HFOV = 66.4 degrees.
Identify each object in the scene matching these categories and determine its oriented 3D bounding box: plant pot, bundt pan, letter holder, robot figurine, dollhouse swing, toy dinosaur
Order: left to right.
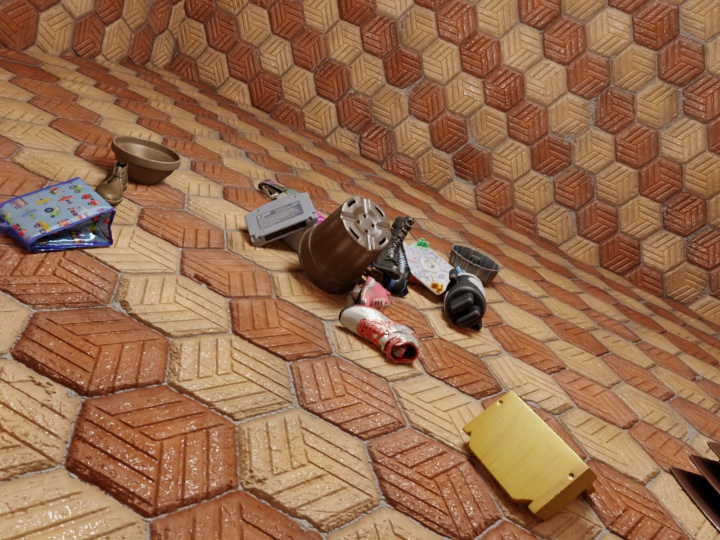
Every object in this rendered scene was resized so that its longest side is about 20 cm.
[{"bbox_3d":[-0.638,-0.317,1.628,0.196,0.095,0.202,19,21,-8],"label":"plant pot"},{"bbox_3d":[-0.033,-0.073,1.404,0.196,0.198,0.205,17,56,-26],"label":"plant pot"},{"bbox_3d":[0.000,0.000,1.573,0.106,0.061,0.199,38,2,43],"label":"toy dinosaur"},{"bbox_3d":[0.304,0.083,1.593,0.121,0.155,0.200,11,19,7],"label":"robot figurine"},{"bbox_3d":[0.410,-0.016,2.025,0.197,0.077,0.203,21,21,-8],"label":"bundt pan"},{"bbox_3d":[0.322,0.369,1.042,0.179,0.178,0.200,-31,42,-13],"label":"dollhouse swing"},{"bbox_3d":[0.794,0.474,1.192,0.138,0.103,0.201,16,21,-11],"label":"letter holder"}]

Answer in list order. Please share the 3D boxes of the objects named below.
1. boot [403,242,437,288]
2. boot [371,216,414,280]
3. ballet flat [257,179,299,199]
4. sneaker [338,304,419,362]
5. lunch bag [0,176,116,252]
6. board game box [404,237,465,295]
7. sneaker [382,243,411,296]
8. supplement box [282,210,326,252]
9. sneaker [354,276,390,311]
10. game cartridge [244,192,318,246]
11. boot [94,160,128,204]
[{"bbox_3d":[0.187,-0.012,1.794,0.141,0.074,0.202,19,29,-12],"label":"boot"},{"bbox_3d":[0.098,-0.075,1.557,0.068,0.176,0.200,32,1,-24],"label":"boot"},{"bbox_3d":[-0.286,-0.264,1.930,0.197,0.071,0.071,30,39,28],"label":"ballet flat"},{"bbox_3d":[0.046,0.145,1.253,0.197,0.069,0.108,22,17,-12],"label":"sneaker"},{"bbox_3d":[-0.639,-0.107,1.139,0.149,0.096,0.198,35,33,24],"label":"lunch bag"},{"bbox_3d":[0.218,-0.020,1.740,0.199,0.026,0.198,41,34,19],"label":"board game box"},{"bbox_3d":[0.113,-0.015,1.640,0.077,0.070,0.204,26,52,-24],"label":"sneaker"},{"bbox_3d":[-0.140,-0.100,1.613,0.100,0.106,0.199,-1,29,-45],"label":"supplement box"},{"bbox_3d":[0.036,0.074,1.410,0.085,0.075,0.200,25,20,2],"label":"sneaker"},{"bbox_3d":[-0.226,-0.150,1.561,0.195,0.042,0.134,-21,42,-5],"label":"game cartridge"},{"bbox_3d":[-0.647,-0.232,1.437,0.072,0.077,0.201,16,22,-20],"label":"boot"}]
